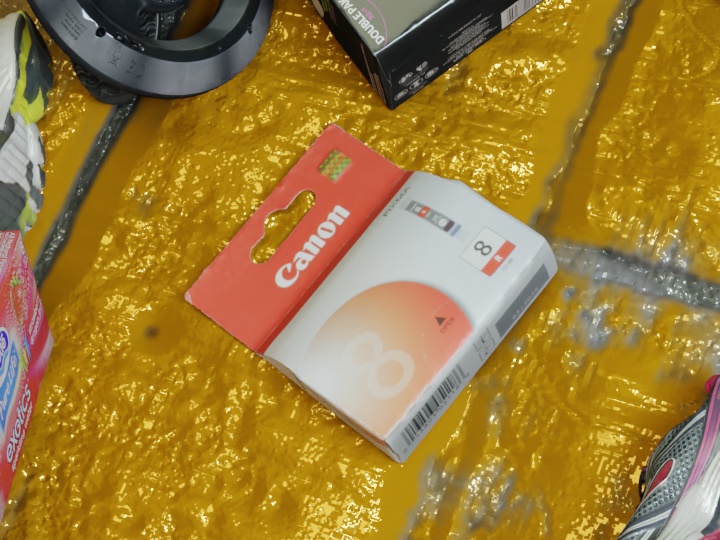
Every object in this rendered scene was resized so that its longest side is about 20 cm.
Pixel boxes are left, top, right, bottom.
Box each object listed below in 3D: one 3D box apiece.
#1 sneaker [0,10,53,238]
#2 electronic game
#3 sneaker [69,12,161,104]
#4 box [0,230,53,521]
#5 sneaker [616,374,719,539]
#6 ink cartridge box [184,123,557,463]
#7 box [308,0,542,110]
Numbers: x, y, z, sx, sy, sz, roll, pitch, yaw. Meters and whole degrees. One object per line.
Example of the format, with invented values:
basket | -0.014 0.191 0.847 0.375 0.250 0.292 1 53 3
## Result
sneaker | -0.269 -0.089 1.257 0.084 0.075 0.201 -10 53 20
electronic game | -0.145 -0.213 1.219 0.042 0.199 0.201 -23 50 52
sneaker | -0.178 -0.217 1.289 0.069 0.090 0.202 -9 88 4
box | -0.262 0.075 1.104 0.095 0.100 0.201 -3 40 8
sneaker | 0.174 0.144 0.993 0.200 0.081 0.075 -44 45 -15
ink cartridge box | 0.000 0.000 1.131 0.199 0.050 0.162 35 79 26
box | 0.016 -0.238 1.172 0.148 0.124 0.201 -36 78 -2
